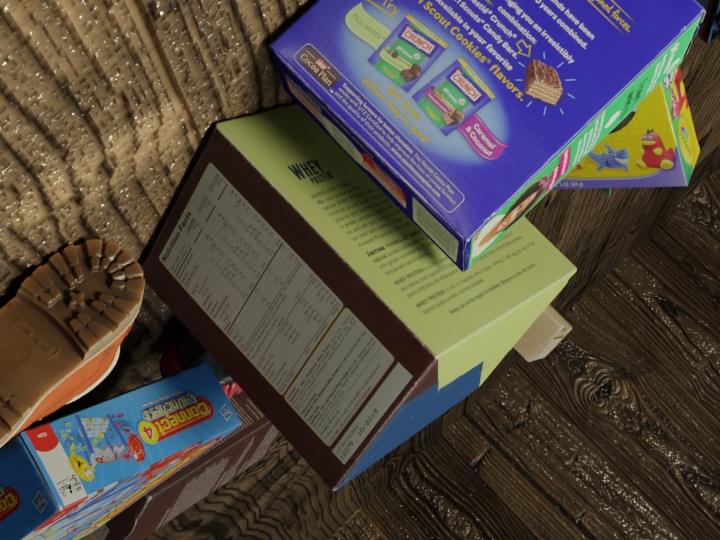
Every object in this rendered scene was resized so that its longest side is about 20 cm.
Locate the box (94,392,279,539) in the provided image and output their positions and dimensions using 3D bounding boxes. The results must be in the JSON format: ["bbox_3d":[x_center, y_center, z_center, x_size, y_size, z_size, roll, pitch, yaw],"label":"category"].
[{"bbox_3d":[-0.157,0.164,1.065,0.200,0.075,0.100,-30,160,-49],"label":"box"}]

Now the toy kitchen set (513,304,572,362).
[{"bbox_3d":[0.129,-0.050,1.006,0.181,0.200,0.163,-48,165,13],"label":"toy kitchen set"}]

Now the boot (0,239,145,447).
[{"bbox_3d":[-0.212,0.073,0.681,0.200,0.075,0.107,-37,169,-31],"label":"boot"}]

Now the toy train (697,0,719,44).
[{"bbox_3d":[0.389,-0.294,1.224,0.087,0.114,0.200,-48,166,2],"label":"toy train"}]

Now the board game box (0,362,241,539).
[{"bbox_3d":[-0.215,0.157,0.834,0.200,0.056,0.195,-37,170,29],"label":"board game box"}]

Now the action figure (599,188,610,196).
[{"bbox_3d":[0.171,-0.147,0.974,0.054,0.119,0.200,-29,155,19],"label":"action figure"}]

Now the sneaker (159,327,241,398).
[{"bbox_3d":[-0.071,0.036,0.953,0.200,0.071,0.098,-28,160,-44],"label":"sneaker"}]

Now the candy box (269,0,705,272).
[{"bbox_3d":[0.075,-0.132,0.703,0.200,0.169,0.077,-43,169,-6],"label":"candy box"}]

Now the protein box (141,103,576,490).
[{"bbox_3d":[0.000,0.000,0.793,0.198,0.200,0.135,-25,156,-52],"label":"protein box"}]

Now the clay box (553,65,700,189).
[{"bbox_3d":[0.164,-0.148,0.836,0.048,0.114,0.201,-61,137,-36],"label":"clay box"}]
